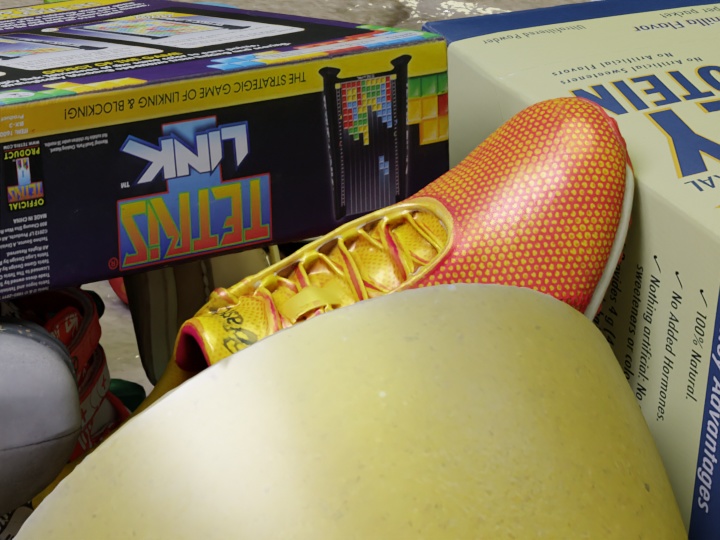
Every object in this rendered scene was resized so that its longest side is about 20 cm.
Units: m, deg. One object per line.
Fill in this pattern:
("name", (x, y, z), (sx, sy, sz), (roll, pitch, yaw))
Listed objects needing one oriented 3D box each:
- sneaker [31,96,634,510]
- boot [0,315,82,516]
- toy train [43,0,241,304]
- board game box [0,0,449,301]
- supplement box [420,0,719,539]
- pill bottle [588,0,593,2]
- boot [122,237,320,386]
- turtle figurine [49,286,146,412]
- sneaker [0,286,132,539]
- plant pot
("sneaker", (-0.003, 0.023, 0.823), (0.200, 0.077, 0.073), (-44, 45, -4))
("boot", (-0.145, 0.074, 0.712), (0.200, 0.070, 0.132), (-14, 28, -21))
("toy train", (-0.121, -0.069, 1.236), (0.200, 0.116, 0.085), (21, 28, 33))
("board game box", (-0.101, -0.038, 0.860), (0.200, 0.057, 0.165), (-12, 15, -40))
("supplement box", (0.116, 0.039, 0.927), (0.134, 0.201, 0.200), (-10, 28, -26))
("pill bottle", (0.129, -0.045, 1.118), (0.110, 0.201, 0.111), (3, 23, -1))
("boot", (0.000, 0.000, 1.022), (0.154, 0.072, 0.200), (-10, -15, 5))
("turtle figurine", (-0.136, -0.034, 1.043), (0.101, 0.150, 0.200), (-34, 52, 11))
("sneaker", (-0.079, 0.056, 0.882), (0.201, 0.108, 0.067), (1, 23, -40))
("plant pot", (0.016, 0.123, 0.771), (0.200, 0.200, 0.142), (-11, 51, -31))
